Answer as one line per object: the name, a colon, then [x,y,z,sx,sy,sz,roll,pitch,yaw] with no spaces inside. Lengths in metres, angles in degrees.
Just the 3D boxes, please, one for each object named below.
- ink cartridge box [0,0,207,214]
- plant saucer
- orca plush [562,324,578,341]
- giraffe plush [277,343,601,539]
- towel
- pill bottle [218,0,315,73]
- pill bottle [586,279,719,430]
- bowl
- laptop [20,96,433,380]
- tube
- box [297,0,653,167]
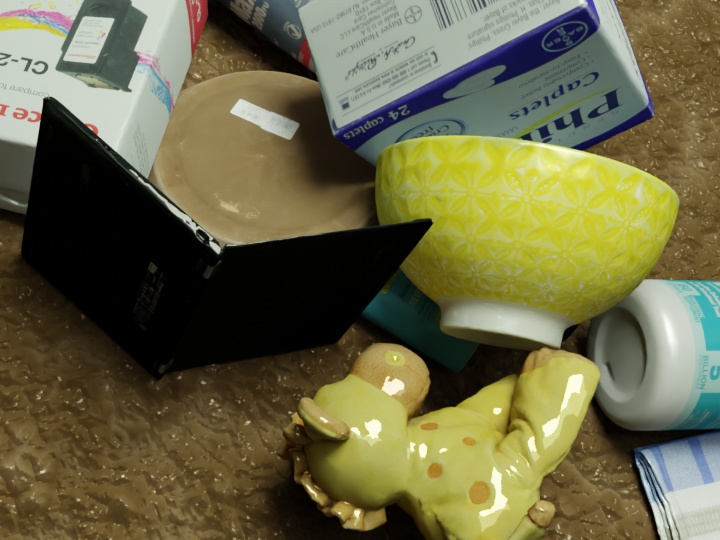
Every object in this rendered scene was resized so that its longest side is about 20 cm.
ink cartridge box: [-0.201,-0.142,0.762,0.145,0.083,0.201,12,60,1]
plant saucer: [-0.065,-0.074,0.807,0.199,0.030,0.201,5,54,-7]
orca plush: [0.148,-0.048,0.873,0.105,0.071,0.201,17,60,-13]
giraffe plush: [0.036,0.115,0.703,0.162,0.173,0.200,25,40,6]
towel: [0.291,0.212,0.824,0.146,0.024,0.201,-7,67,-25]
pill bottle: [-0.073,-0.254,0.865,0.200,0.120,0.120,37,57,0]
pill bottle: [0.280,0.063,0.844,0.199,0.111,0.111,1,64,-21]
bowl: [0.100,-0.007,0.734,0.199,0.200,0.108,13,80,-14]
laptop: [-0.093,-0.019,0.697,0.200,0.187,0.116,41,57,3]
tube: [0.000,0.000,0.811,0.200,0.050,0.078,32,47,2]
box: [0.088,-0.144,0.785,0.200,0.184,0.105,24,45,-61]
